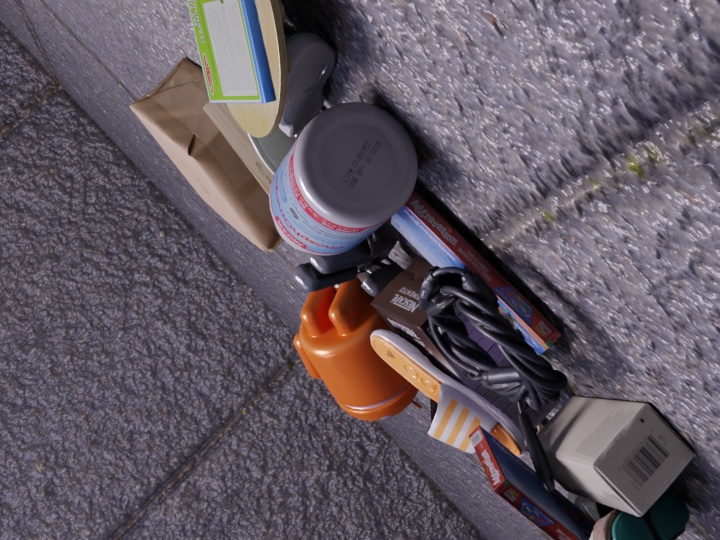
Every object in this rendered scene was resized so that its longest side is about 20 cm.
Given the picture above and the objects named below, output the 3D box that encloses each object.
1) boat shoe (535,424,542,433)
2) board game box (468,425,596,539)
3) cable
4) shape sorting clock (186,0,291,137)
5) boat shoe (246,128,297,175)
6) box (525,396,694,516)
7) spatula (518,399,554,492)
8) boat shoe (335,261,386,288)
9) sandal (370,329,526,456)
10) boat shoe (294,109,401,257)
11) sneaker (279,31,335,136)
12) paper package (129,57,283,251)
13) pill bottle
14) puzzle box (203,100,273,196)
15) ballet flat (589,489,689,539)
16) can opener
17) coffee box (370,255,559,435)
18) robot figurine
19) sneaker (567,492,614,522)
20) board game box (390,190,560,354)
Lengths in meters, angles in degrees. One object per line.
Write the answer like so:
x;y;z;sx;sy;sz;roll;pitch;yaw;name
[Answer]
0.145;0.147;1.447;0.199;0.073;0.063;34;163;8;boat shoe
0.192;0.241;1.160;0.200;0.019;0.103;41;-168;-21;board game box
0.122;0.065;1.076;0.163;0.051;0.200;40;167;11;cable
-0.101;-0.209;0.949;0.200;0.039;0.201;44;143;45;shape sorting clock
-0.060;-0.113;1.243;0.200;0.073;0.062;44;168;-19;boat shoe
0.234;0.174;1.112;0.068;0.082;0.200;45;172;-3;box
0.163;0.128;1.147;0.056;0.020;0.201;36;-144;-48;spatula
0.046;0.040;1.421;0.200;0.072;0.060;41;164;9;boat shoe
0.081;0.146;1.227;0.206;0.059;0.079;36;159;15;sandal
-0.025;-0.099;1.188;0.200;0.057;0.067;50;170;-18;boat shoe
-0.088;-0.190;1.031;0.118;0.074;0.200;44;171;1;sneaker
-0.180;-0.151;1.515;0.190;0.103;0.200;37;167;44;paper package
-0.025;-0.075;1.060;0.109;0.109;0.200;47;163;-2;pill bottle
-0.088;-0.109;1.304;0.200;0.025;0.133;53;-166;11;puzzle box
0.259;0.261;1.112;0.199;0.067;0.068;1;-120;-56;ballet flat
0.000;0.000;1.248;0.067;0.053;0.200;45;-159;12;can opener
0.116;0.089;1.270;0.200;0.080;0.113;51;168;-26;coffee box
0.004;0.096;1.355;0.201;0.143;0.117;61;180;-36;robot figurine
0.289;0.272;1.283;0.114;0.076;0.200;48;167;34;sneaker
0.106;0.005;1.110;0.200;0.019;0.103;45;172;8;board game box
